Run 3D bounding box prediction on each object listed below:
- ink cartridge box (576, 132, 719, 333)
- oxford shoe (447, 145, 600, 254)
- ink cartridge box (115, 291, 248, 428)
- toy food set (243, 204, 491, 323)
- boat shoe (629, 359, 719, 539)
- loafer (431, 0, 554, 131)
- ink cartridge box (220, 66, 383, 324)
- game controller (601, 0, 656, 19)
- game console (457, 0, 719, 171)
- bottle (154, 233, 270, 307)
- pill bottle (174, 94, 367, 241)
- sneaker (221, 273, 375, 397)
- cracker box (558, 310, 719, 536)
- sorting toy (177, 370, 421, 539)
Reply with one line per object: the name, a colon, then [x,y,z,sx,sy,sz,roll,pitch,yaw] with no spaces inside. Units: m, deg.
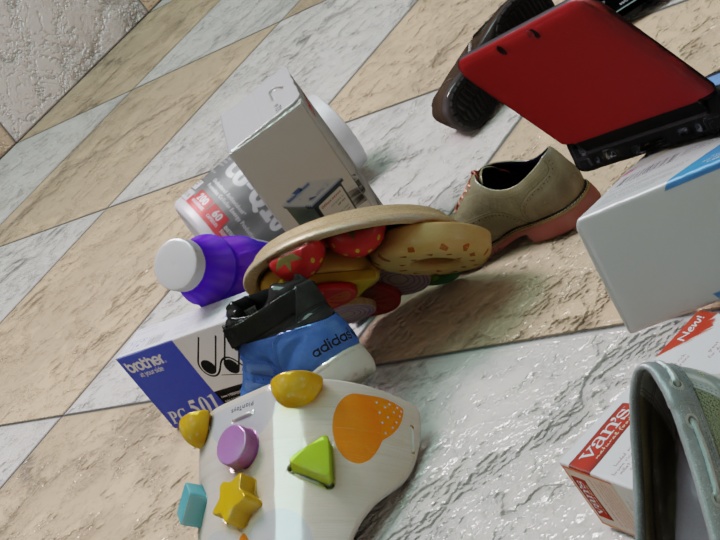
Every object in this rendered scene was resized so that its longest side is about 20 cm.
ink cartridge box: [0.246,-0.053,1.011,0.144,0.085,0.200,-24,9,34]
oxford shoe: [0.110,-0.058,1.337,0.199,0.075,0.071,-21,26,40]
ink cartridge box: [-0.128,0.082,1.425,0.199,0.094,0.044,-19,27,44]
toy food set: [0.000,0.000,1.294,0.197,0.049,0.198,-6,-18,-22]
boat shoe: [0.155,0.144,0.736,0.074,0.064,0.205,-26,53,58]
loafer: [0.136,-0.228,1.661,0.200,0.073,0.071,-48,23,-24]
ink cartridge box: [-0.038,-0.072,1.440,0.085,0.201,0.147,-36,20,5]
game controller: [0.310,-0.313,1.592,0.199,0.042,0.105,-32,21,21]
game console: [0.191,-0.144,1.043,0.171,0.120,0.200,-31,6,-20]
bottle: [-0.119,0.004,1.467,0.083,0.066,0.199,-20,-14,23]
pill bottle: [-0.096,-0.094,1.717,0.200,0.114,0.114,-41,20,-7]
sneaker: [-0.072,0.077,1.242,0.076,0.112,0.200,-25,-13,-37]
cracker box: [0.215,0.095,0.851,0.134,0.058,0.199,-44,20,-16]
sorting toy: [-0.066,0.184,1.131,0.199,0.107,0.182,-26,43,32]
